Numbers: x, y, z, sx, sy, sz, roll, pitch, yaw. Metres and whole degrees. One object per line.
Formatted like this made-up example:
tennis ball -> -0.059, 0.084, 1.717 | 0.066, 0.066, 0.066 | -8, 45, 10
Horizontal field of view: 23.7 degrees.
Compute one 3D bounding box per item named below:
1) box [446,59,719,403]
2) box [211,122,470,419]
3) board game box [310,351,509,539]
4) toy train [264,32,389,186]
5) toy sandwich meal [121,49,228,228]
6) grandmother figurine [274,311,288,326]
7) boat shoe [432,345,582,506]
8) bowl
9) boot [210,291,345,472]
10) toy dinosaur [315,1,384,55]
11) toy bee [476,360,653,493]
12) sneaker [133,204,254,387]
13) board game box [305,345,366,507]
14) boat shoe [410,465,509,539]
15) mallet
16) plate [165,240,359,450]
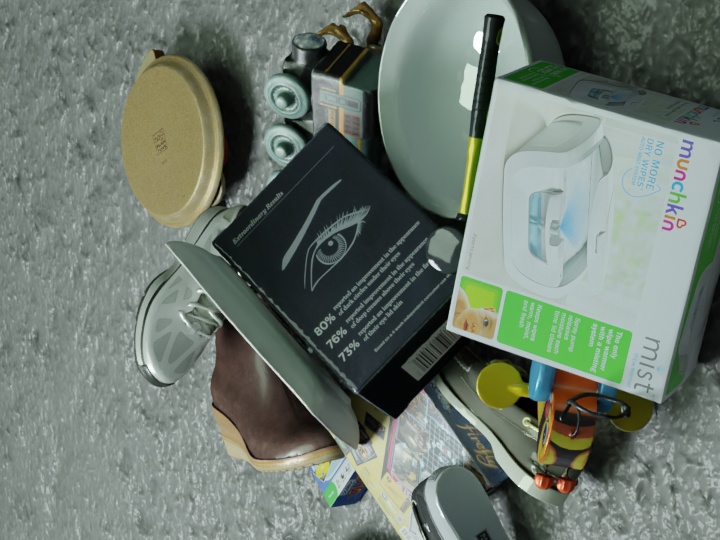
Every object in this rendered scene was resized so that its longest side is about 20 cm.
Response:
box -> 0.175, -0.031, 1.253 | 0.176, 0.097, 0.201 | 20, 113, 22
box -> 0.000, 0.000, 1.444 | 0.148, 0.104, 0.200 | -45, 64, 2
board game box -> 0.034, 0.135, 1.530 | 0.200, 0.035, 0.136 | 55, 135, 12
toy train -> -0.024, -0.121, 1.564 | 0.114, 0.085, 0.200 | 18, 131, 20
toy sandwich meal -> -0.190, -0.142, 1.852 | 0.205, 0.070, 0.206 | 8, 100, 49
grandmother figurine -> -0.084, 0.006, 1.720 | 0.121, 0.060, 0.201 | 45, 126, 54
boat shoe -> 0.123, 0.112, 1.427 | 0.060, 0.072, 0.202 | -57, 41, 16
bowl -> 0.107, -0.144, 1.405 | 0.201, 0.090, 0.202 | 6, 98, 55
boot -> -0.088, 0.104, 1.649 | 0.200, 0.072, 0.167 | 0, 97, 55
toy dinosaur -> 0.017, -0.193, 1.576 | 0.200, 0.060, 0.106 | -25, 101, 51
toy bee -> 0.150, 0.107, 1.313 | 0.131, 0.200, 0.109 | 19, 112, 17
sneaker -> -0.138, 0.017, 1.630 | 0.115, 0.076, 0.201 | -9, 50, 51
board game box -> -0.005, 0.112, 1.635 | 0.136, 0.034, 0.200 | 59, 136, 32
boat shoe -> 0.098, 0.264, 1.453 | 0.066, 0.070, 0.200 | -33, 84, 54
mallet -> 0.084, -0.093, 1.304 | 0.041, 0.066, 0.201 | 12, 109, 25
plate -> -0.074, 0.061, 1.480 | 0.032, 0.200, 0.200 | -41, 73, -2
